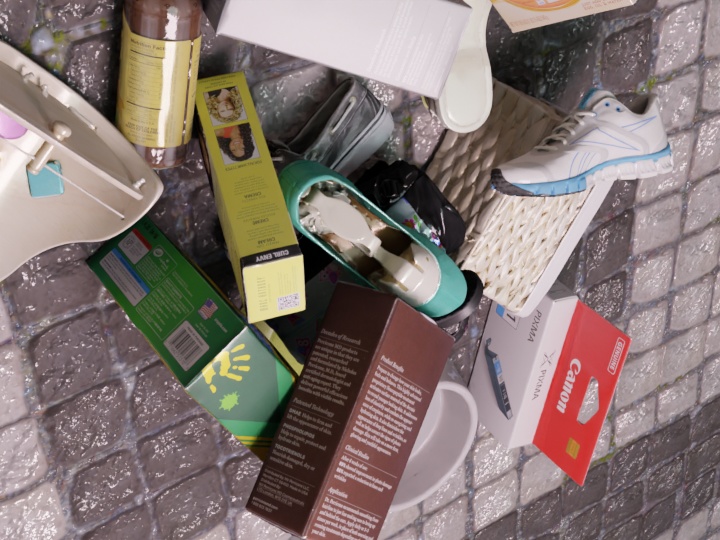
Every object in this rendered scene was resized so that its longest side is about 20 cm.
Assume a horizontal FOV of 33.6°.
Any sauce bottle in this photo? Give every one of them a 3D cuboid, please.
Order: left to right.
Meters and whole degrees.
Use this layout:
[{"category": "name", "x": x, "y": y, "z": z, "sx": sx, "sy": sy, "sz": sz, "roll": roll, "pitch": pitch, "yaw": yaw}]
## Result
[{"category": "sauce bottle", "x": -0.155, "y": -0.183, "z": 0.934, "sx": 0.064, "sy": 0.065, "sz": 0.202, "roll": -8, "pitch": 123, "yaw": -34}]

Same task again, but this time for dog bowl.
[{"category": "dog bowl", "x": 0.049, "y": 0.186, "z": 1.353, "sx": 0.198, "sy": 0.059, "sz": 0.202, "roll": -21, "pitch": 130, "yaw": -26}]

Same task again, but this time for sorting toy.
[{"category": "sorting toy", "x": -0.286, "y": -0.068, "z": 0.893, "sx": 0.180, "sy": 0.107, "sz": 0.200, "roll": -46, "pitch": 137, "yaw": 8}]

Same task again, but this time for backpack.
[{"category": "backpack", "x": 0.000, "y": 0.000, "z": 1.094, "sx": 0.200, "sy": 0.167, "sz": 0.127, "roll": -44, "pitch": 93, "yaw": 1}]

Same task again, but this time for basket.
[{"category": "basket", "x": 0.145, "y": -0.079, "z": 1.194, "sx": 0.123, "sy": 0.135, "sz": 0.202, "roll": 22, "pitch": 103, "yaw": -41}]

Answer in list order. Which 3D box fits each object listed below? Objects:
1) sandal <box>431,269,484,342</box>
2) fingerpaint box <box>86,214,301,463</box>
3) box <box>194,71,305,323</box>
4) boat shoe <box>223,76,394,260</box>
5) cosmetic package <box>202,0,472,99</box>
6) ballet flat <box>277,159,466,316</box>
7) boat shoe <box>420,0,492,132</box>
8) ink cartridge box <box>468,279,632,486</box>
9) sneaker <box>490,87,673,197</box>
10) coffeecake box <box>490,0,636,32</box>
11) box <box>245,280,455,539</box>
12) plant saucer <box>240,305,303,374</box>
[{"category": "sandal", "x": 0.063, "y": 0.047, "z": 1.140, "sx": 0.048, "sy": 0.200, "sz": 0.076, "roll": 45, "pitch": 61, "yaw": -14}, {"category": "fingerpaint box", "x": -0.126, "y": 0.063, "z": 1.027, "sx": 0.073, "sy": 0.200, "sz": 0.167, "roll": -43, "pitch": 135, "yaw": -5}, {"category": "box", "x": -0.092, "y": -0.062, "z": 0.958, "sx": 0.049, "sy": 0.202, "sz": 0.076, "roll": -13, "pitch": 144, "yaw": -10}, {"category": "boat shoe", "x": -0.060, "y": -0.093, "z": 1.078, "sx": 0.200, "sy": 0.072, "sz": 0.071, "roll": -47, "pitch": 118, "yaw": -5}, {"category": "cosmetic package", "x": -0.023, "y": -0.214, "z": 0.952, "sx": 0.197, "sy": 0.107, "sz": 0.091, "roll": 11, "pitch": 114, "yaw": -21}, {"category": "ballet flat", "x": 0.012, "y": -0.016, "z": 0.984, "sx": 0.199, "sy": 0.070, "sz": 0.068, "roll": 36, "pitch": 97, "yaw": -18}, {"category": "boat shoe", "x": 0.082, "y": -0.228, "z": 1.065, "sx": 0.071, "sy": 0.060, "sz": 0.205, "roll": -5, "pitch": 104, "yaw": -19}, {"category": "ink cartridge box", "x": 0.204, "y": 0.116, "z": 1.340, "sx": 0.044, "sy": 0.176, "sz": 0.202, "roll": -7, "pitch": 123, "yaw": -33}, {"category": "sneaker", "x": 0.198, "y": -0.119, "z": 1.086, "sx": 0.198, "sy": 0.075, "sz": 0.088, "roll": -16, "pitch": 107, "yaw": -28}, {"category": "coffeecake box", "x": 0.131, "y": -0.300, "z": 0.955, "sx": 0.200, "sy": 0.153, "sz": 0.073, "roll": 48, "pitch": 69, "yaw": -23}, {"category": "box", "x": -0.006, "y": 0.122, "z": 0.972, "sx": 0.100, "sy": 0.074, "sz": 0.202, "roll": 35, "pitch": 76, "yaw": -50}, {"category": "plant saucer", "x": -0.040, "y": 0.065, "z": 1.219, "sx": 0.198, "sy": 0.031, "sz": 0.202, "roll": -20, "pitch": 129, "yaw": -26}]
